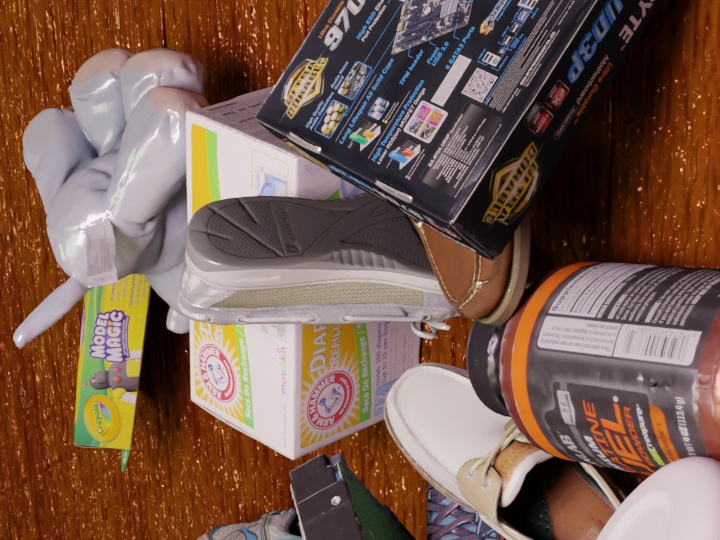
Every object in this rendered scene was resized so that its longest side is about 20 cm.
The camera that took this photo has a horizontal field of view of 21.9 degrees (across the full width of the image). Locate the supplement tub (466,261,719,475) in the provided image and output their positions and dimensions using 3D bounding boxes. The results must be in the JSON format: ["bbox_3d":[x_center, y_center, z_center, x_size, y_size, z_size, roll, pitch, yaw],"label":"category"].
[{"bbox_3d":[0.144,0.050,0.932,0.200,0.107,0.107,4,107,53],"label":"supplement tub"}]

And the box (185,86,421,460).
[{"bbox_3d":[-0.033,-0.003,1.137,0.101,0.112,0.200,25,124,41],"label":"box"}]

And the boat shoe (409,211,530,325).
[{"bbox_3d":[0.038,-0.056,0.993,0.072,0.068,0.200,-55,35,41],"label":"boat shoe"}]

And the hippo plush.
[{"bbox_3d":[-0.114,-0.039,1.198,0.159,0.161,0.200,-34,45,28],"label":"hippo plush"}]

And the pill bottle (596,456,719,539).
[{"bbox_3d":[0.202,0.176,0.837,0.200,0.113,0.112,31,142,-11],"label":"pill bottle"}]

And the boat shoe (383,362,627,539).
[{"bbox_3d":[0.093,0.112,1.025,0.200,0.075,0.068,35,170,22],"label":"boat shoe"}]

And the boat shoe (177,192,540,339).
[{"bbox_3d":[0.000,0.001,1.034,0.065,0.202,0.074,106,156,-43],"label":"boat shoe"}]

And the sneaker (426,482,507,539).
[{"bbox_3d":[0.074,0.155,1.075,0.200,0.095,0.079,60,142,17],"label":"sneaker"}]

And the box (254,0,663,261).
[{"bbox_3d":[0.057,-0.123,0.928,0.159,0.046,0.200,30,87,43],"label":"box"}]

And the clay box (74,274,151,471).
[{"bbox_3d":[-0.182,0.040,1.367,0.115,0.048,0.200,-97,16,-56],"label":"clay box"}]

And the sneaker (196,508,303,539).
[{"bbox_3d":[-0.056,0.206,1.301,0.078,0.086,0.200,47,169,-16],"label":"sneaker"}]

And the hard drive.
[{"bbox_3d":[0.023,0.211,1.031,0.140,0.038,0.200,53,-167,-43],"label":"hard drive"}]
